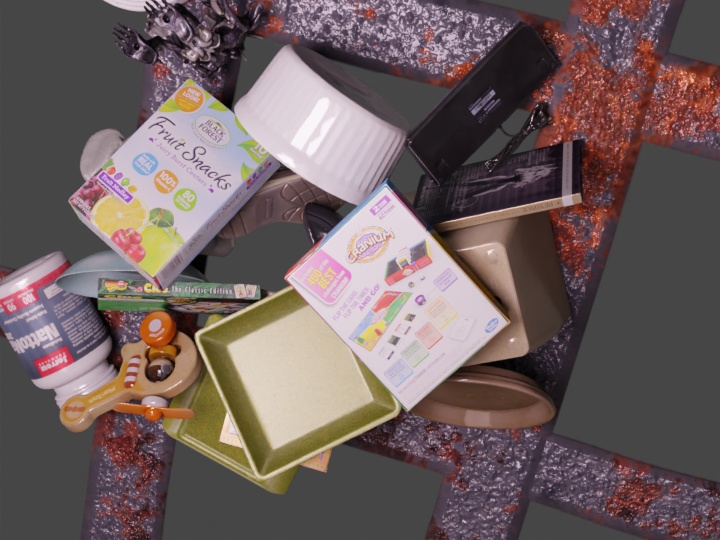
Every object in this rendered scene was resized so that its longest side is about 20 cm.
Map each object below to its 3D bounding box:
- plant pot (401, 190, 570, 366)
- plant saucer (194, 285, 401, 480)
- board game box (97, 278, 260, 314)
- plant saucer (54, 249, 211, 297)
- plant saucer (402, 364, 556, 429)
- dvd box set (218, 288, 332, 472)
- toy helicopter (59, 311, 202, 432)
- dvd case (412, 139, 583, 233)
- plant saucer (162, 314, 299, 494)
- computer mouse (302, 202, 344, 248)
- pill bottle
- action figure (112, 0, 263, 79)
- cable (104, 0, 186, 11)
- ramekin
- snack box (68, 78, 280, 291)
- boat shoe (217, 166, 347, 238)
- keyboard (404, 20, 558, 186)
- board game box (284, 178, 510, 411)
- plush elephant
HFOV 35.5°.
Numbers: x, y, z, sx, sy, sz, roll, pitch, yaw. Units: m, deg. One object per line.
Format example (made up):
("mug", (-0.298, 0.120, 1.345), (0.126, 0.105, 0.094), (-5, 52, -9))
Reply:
("plant pot", (0.128, 0.014, 1.317), (0.197, 0.177, 0.202), (-11, 107, 16))
("plant saucer", (-0.076, 0.127, 1.397), (0.198, 0.048, 0.202), (-25, 83, -1))
("board game box", (-0.230, 0.034, 1.415), (0.197, 0.105, 0.024), (3, 78, -13))
("plant saucer", (-0.283, 0.004, 1.421), (0.198, 0.201, 0.039), (-3, 78, 14))
("plant saucer", (0.141, 0.155, 1.384), (0.197, 0.201, 0.030), (3, 66, 12))
("dvd box set", (-0.085, 0.140, 1.437), (0.144, 0.029, 0.203), (15, 84, 1))
("toy helicopter", (-0.291, 0.154, 1.437), (0.198, 0.133, 0.079), (-29, 145, 1))
("dvd case", (0.156, -0.094, 1.287), (0.197, 0.149, 0.016), (-12, 116, 17))
("plant saucer", (-0.156, 0.191, 1.509), (0.198, 0.048, 0.202), (28, 113, 2))
("computer mouse", (0.000, 0.000, 1.364), (0.046, 0.140, 0.202), (-22, 94, 18))
("pill bottle", (-0.401, 0.088, 1.499), (0.118, 0.120, 0.202), (-22, 103, 19))
("action figure", (-0.190, -0.281, 1.286), (0.119, 0.200, 0.103), (-40, 82, 24))
("cable", (-0.254, -0.406, 1.314), (0.197, 0.069, 0.203), (-5, 108, 15))
("ramekin", (-0.036, -0.170, 1.283), (0.199, 0.201, 0.098), (35, 106, -1))
("snack box", (-0.208, -0.098, 1.267), (0.142, 0.053, 0.200), (39, 76, 15))
("boat shoe", (-0.102, -0.100, 1.352), (0.073, 0.198, 0.075), (52, 143, 39))
("keyboard", (0.149, -0.176, 1.284), (0.200, 0.021, 0.127), (-44, 123, -2))
("board game box", (0.040, 0.027, 1.208), (0.153, 0.040, 0.200), (-41, 97, 12))
("plush elephant", (-0.252, -0.105, 1.380), (0.162, 0.200, 0.157), (6, 89, 12))
